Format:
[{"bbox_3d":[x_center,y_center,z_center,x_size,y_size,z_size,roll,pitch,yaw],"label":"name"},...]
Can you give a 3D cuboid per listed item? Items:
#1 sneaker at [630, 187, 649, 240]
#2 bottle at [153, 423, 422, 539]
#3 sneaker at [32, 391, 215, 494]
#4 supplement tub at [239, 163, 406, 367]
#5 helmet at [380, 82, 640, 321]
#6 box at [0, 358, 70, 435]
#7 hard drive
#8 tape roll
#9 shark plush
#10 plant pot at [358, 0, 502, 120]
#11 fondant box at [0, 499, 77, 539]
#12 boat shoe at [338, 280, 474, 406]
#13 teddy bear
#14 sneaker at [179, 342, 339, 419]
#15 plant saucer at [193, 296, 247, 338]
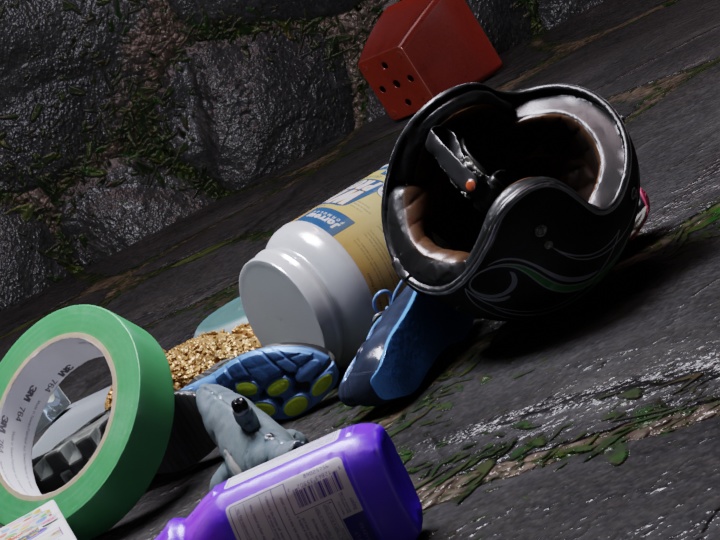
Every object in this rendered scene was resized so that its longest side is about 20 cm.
[{"bbox_3d":[0.164,-0.027,1.599,0.198,0.075,0.081,-24,10,13],"label":"sneaker"},{"bbox_3d":[-0.062,0.168,1.128,0.198,0.084,0.065,-25,10,10],"label":"bottle"},{"bbox_3d":[-0.200,0.145,1.608,0.198,0.075,0.089,-21,13,23],"label":"sneaker"},{"bbox_3d":[0.000,0.000,1.672,0.199,0.146,0.144,-32,11,-32],"label":"supplement tub"},{"bbox_3d":[0.133,-0.056,1.482,0.189,0.203,0.199,-1,-9,-39],"label":"helmet"},{"bbox_3d":[-0.428,0.186,1.904,0.163,0.086,0.200,-35,6,27],"label":"box"},{"bbox_3d":[-0.271,0.161,1.879,0.138,0.033,0.200,-25,10,9],"label":"hard drive"},{"bbox_3d":[-0.248,0.132,1.541,0.199,0.203,0.048,-18,-33,31],"label":"tape roll"},{"bbox_3d":[-0.087,0.134,1.371,0.090,0.084,0.200,-26,9,-4],"label":"shark plush"},{"bbox_3d":[0.116,-0.402,3.433,0.199,0.201,0.176,-15,25,49],"label":"plant pot"},{"bbox_3d":[-0.273,0.247,1.349,0.143,0.059,0.200,-28,11,-12],"label":"fondant box"},{"bbox_3d":[0.034,0.049,1.521,0.068,0.085,0.200,-24,7,33],"label":"boat shoe"},{"bbox_3d":[-0.164,0.093,1.766,0.198,0.067,0.145,-17,21,-11],"label":"teddy bear"},{"bbox_3d":[-0.094,0.098,1.625,0.199,0.071,0.083,-22,16,43],"label":"sneaker"},{"bbox_3d":[-0.116,0.049,2.056,0.198,0.036,0.200,-25,9,4],"label":"plant saucer"}]
